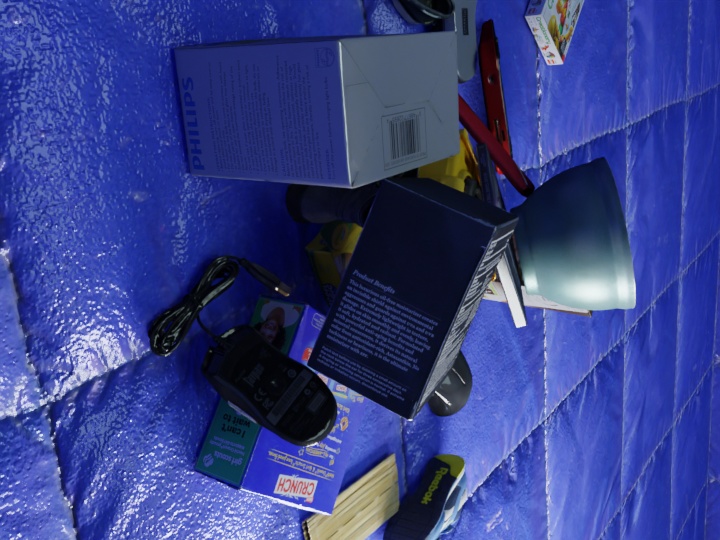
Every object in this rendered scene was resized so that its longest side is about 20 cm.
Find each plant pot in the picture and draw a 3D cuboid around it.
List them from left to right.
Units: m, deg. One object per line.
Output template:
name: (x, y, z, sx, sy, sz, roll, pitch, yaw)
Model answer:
plant pot: (0.272, -0.037, 1.024, 0.200, 0.133, 0.202, -11, 90, -78)

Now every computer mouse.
computer mouse: (-0.098, 0.078, 0.774, 0.199, 0.046, 0.141, 34, 60, -2)
computer mouse: (0.122, 0.154, 1.152, 0.200, 0.052, 0.139, 55, 53, -43)

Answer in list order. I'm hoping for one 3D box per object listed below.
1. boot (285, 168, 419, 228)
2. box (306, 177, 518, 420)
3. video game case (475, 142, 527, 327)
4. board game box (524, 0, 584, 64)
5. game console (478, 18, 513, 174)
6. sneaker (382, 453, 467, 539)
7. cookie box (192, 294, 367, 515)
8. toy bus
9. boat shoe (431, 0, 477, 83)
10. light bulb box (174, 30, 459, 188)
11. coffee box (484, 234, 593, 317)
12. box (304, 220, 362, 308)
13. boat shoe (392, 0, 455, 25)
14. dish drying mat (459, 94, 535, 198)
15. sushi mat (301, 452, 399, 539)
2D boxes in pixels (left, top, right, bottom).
boot: (0.015, -0.120, 0.888, 0.201, 0.131, 0.070, -61, 138, -27)
box: (0.061, 0.015, 0.795, 0.199, 0.123, 0.200, -67, 167, 13)
video game case: (0.178, -0.048, 0.983, 0.201, 0.019, 0.143, -87, 158, -46)
board game box: (0.350, -0.483, 1.361, 0.126, 0.034, 0.201, 42, 63, -48)
game console: (0.206, -0.258, 1.156, 0.177, 0.031, 0.201, -69, 150, -58)
sneaker: (0.105, 0.367, 1.153, 0.200, 0.074, 0.083, -42, 130, -41)
cookie box: (-0.073, 0.153, 0.865, 0.171, 0.075, 0.201, 38, 66, -50)
toy bus: (0.114, -0.100, 1.048, 0.200, 0.135, 0.193, 57, 37, -44)
boat shoe: (0.122, -0.357, 1.055, 0.068, 0.056, 0.201, -9, 103, -43)
light bulb box: (-0.037, -0.163, 0.751, 0.198, 0.199, 0.126, -24, 116, -50)
coffee box: (0.265, -0.008, 1.190, 0.080, 0.199, 0.115, 48, 60, -50)
box: (0.000, 0.000, 0.963, 0.117, 0.048, 0.201, -49, 135, -37)
boat shoe: (0.051, -0.369, 0.949, 0.200, 0.062, 0.075, 37, 69, -50)
dish drying mat: (0.172, -0.182, 1.067, 0.200, 0.018, 0.077, 55, 23, 16)
sushi mat: (-0.007, 0.328, 1.040, 0.200, 0.012, 0.096, -22, 112, -51)
